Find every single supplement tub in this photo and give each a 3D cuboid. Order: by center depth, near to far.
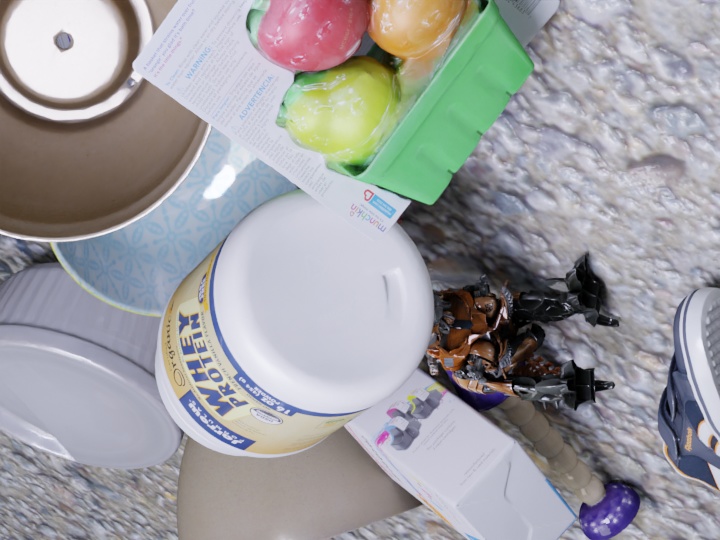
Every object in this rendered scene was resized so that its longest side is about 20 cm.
[{"bbox_3d":[-0.050,0.041,1.478,0.144,0.145,0.200,37,154,-6],"label":"supplement tub"}]

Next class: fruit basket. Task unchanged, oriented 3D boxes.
[{"bbox_3d":[-0.007,-0.139,1.324,0.200,0.185,0.094,34,-176,-24],"label":"fruit basket"}]

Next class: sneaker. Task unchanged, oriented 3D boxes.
[{"bbox_3d":[0.233,0.089,1.526,0.079,0.079,0.200,1,138,33],"label":"sneaker"}]

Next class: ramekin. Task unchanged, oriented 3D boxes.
[{"bbox_3d":[-0.232,0.075,1.883,0.202,0.094,0.202,13,149,8],"label":"ramekin"}]

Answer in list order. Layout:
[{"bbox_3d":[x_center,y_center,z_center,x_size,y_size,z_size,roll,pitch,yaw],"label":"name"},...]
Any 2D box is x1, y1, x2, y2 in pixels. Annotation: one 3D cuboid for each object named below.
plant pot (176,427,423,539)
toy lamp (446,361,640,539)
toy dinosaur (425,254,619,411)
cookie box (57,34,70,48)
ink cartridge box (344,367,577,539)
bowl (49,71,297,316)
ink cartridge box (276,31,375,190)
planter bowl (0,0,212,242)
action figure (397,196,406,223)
[{"bbox_3d":[-0.062,0.152,1.806,0.200,0.200,0.135,-23,82,54],"label":"plant pot"},{"bbox_3d":[0.130,0.119,1.681,0.058,0.058,0.200,-10,127,48],"label":"toy lamp"},{"bbox_3d":[0.100,0.046,1.563,0.136,0.200,0.102,-6,91,31],"label":"toy dinosaur"},{"bbox_3d":[-0.316,-0.216,1.605,0.200,0.075,0.171,19,148,23],"label":"cookie box"},{"bbox_3d":[0.054,0.130,1.674,0.200,0.068,0.115,36,169,45],"label":"ink cartridge box"},{"bbox_3d":[-0.131,-0.079,1.574,0.200,0.200,0.108,60,-179,-37],"label":"bowl"},{"bbox_3d":[-0.031,-0.153,1.406,0.059,0.104,0.200,6,139,36],"label":"ink cartridge box"},{"bbox_3d":[-0.186,-0.133,1.396,0.200,0.200,0.135,42,-169,-14],"label":"planter bowl"},{"bbox_3d":[0.000,0.000,1.641,0.065,0.099,0.200,42,170,-20],"label":"action figure"}]
